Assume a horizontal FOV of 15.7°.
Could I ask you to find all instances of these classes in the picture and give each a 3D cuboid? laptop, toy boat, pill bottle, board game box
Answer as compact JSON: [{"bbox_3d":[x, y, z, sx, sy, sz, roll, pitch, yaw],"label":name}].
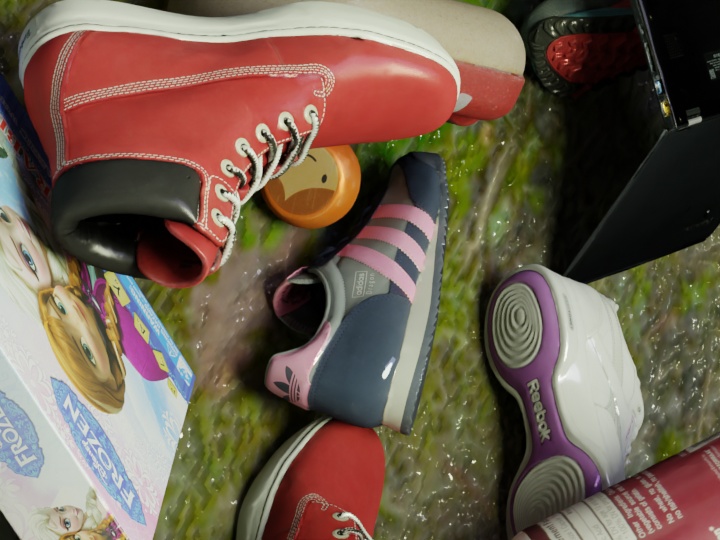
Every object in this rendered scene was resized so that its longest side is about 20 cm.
[{"bbox_3d":[0.178,-0.109,1.527,0.187,0.116,0.200,-18,92,-52],"label":"laptop"},{"bbox_3d":[-0.017,-0.085,1.312,0.200,0.130,0.131,7,99,-48],"label":"toy boat"},{"bbox_3d":[0.143,0.163,1.310,0.114,0.200,0.114,63,-4,8],"label":"pill bottle"},{"bbox_3d":[-0.145,0.011,1.094,0.200,0.041,0.200,58,13,-17],"label":"board game box"}]

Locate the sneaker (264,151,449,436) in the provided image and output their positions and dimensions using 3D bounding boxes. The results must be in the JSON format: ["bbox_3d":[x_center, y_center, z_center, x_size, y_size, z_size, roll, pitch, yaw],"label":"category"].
[{"bbox_3d":[0.000,0.000,1.323,0.200,0.082,0.070,-81,-179,-54],"label":"sneaker"}]

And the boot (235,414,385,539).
[{"bbox_3d":[0.005,0.138,1.210,0.072,0.144,0.200,46,44,-26],"label":"boot"}]

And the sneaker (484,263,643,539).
[{"bbox_3d":[0.127,0.096,1.425,0.100,0.075,0.200,12,67,-46],"label":"sneaker"}]

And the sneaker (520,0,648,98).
[{"bbox_3d":[0.147,-0.166,1.572,0.200,0.079,0.096,-18,68,-52],"label":"sneaker"}]

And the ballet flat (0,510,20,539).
[{"bbox_3d":[-0.181,0.074,1.074,0.067,0.064,0.200,92,-26,-71],"label":"ballet flat"}]

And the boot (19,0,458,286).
[{"bbox_3d":[-0.042,-0.047,1.138,0.200,0.072,0.144,0,46,-19],"label":"boot"}]
